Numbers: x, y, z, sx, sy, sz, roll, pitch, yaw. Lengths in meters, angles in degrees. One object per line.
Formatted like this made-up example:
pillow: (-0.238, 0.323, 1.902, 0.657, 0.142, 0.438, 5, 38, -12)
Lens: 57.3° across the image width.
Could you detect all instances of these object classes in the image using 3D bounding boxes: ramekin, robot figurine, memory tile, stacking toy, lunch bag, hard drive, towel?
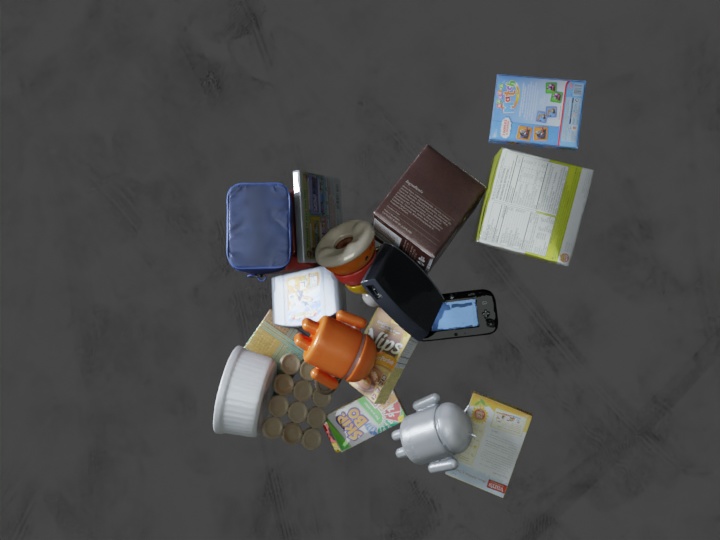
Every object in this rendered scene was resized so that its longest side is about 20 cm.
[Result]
ramekin: (-0.259, 0.282, 1.508, 0.096, 0.200, 0.203, 13, 92, 3)
robot figurine: (0.168, 0.367, 1.480, 0.199, 0.112, 0.172, -27, 70, 28)
memory tile: (-0.142, 0.307, 1.546, 0.152, 0.017, 0.203, 20, 76, -21)
stacking toy: (0.000, 0.000, 1.482, 0.145, 0.147, 0.201, -26, 123, 8)
lunch bag: (-0.209, -0.079, 1.378, 0.134, 0.132, 0.203, 1, 89, -7)
robot figurine: (-0.049, 0.176, 1.463, 0.198, 0.117, 0.145, 26, 51, -9)
hard drive: (0.100, 0.045, 1.440, 0.200, 0.042, 0.136, 45, 56, -22)
towel: (-0.218, 0.216, 1.610, 0.146, 0.022, 0.201, 35, 94, 8)

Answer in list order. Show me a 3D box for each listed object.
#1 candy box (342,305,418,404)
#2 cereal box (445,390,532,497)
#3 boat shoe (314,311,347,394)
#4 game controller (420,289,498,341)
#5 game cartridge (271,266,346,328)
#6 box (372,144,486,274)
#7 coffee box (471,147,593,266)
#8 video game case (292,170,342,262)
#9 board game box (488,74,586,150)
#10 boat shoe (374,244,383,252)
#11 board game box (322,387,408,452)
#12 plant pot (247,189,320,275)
candy box: (0.051, 0.192, 1.527, 0.115, 0.055, 0.202, 31, 96, 34)
cereal box: (0.293, 0.398, 1.512, 0.142, 0.040, 0.202, 20, 94, 10)
boat shoe: (-0.064, 0.192, 1.556, 0.071, 0.076, 0.203, 16, 82, -7)
game controller: (0.216, 0.104, 1.526, 0.197, 0.042, 0.106, -7, 88, 9)
game cartridge: (-0.125, 0.065, 1.547, 0.198, 0.041, 0.135, -13, 69, 28)
box: (0.144, -0.128, 1.454, 0.164, 0.166, 0.201, 37, 79, 8)
coffee box: (0.360, -0.132, 1.418, 0.195, 0.200, 0.203, 14, 93, 5)
video game case: (-0.094, -0.119, 1.512, 0.022, 0.181, 0.203, -3, 89, 28)
board game box: (0.401, -0.360, 1.501, 0.197, 0.037, 0.154, 8, 91, 9)
boat shoe: (0.054, -0.026, 1.543, 0.198, 0.063, 0.074, -7, 88, 10)
board game box: (0.005, 0.352, 1.569, 0.198, 0.030, 0.096, -29, 85, 11)
plant pot: (-0.199, -0.095, 1.529, 0.197, 0.176, 0.203, -4, 89, 10)
